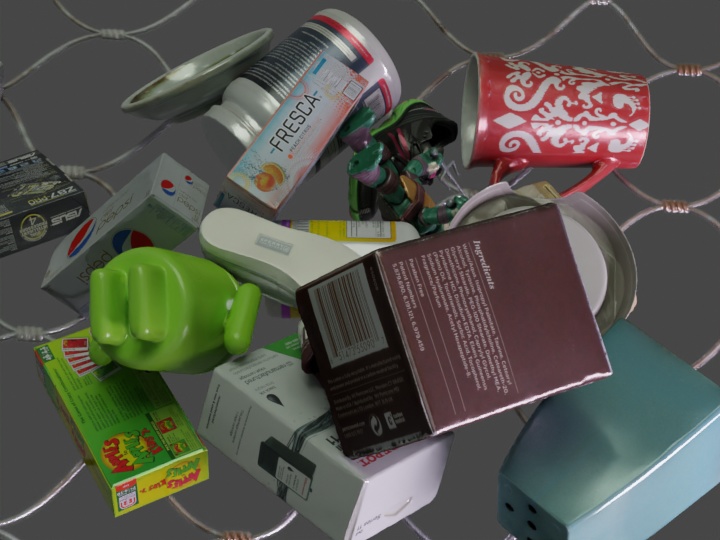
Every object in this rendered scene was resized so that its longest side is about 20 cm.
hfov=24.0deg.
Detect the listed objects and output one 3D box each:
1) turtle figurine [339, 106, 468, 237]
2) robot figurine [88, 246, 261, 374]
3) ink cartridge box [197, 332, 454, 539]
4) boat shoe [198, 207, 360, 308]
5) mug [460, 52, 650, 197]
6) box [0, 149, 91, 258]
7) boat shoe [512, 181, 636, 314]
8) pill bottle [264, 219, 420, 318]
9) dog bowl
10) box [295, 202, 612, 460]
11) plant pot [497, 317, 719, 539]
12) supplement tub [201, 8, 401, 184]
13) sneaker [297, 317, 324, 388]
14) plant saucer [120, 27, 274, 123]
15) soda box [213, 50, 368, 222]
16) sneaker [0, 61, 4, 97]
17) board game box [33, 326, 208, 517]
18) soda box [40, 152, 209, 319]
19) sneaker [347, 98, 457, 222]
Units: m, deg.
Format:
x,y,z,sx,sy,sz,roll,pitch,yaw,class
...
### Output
x,y,z,sx,sy,sz,roll,pitch,yaw,class
0.061,-0.084,1.819,0.101,0.200,0.150,-48,36,7,turtle figurine
-0.183,0.041,1.634,0.175,0.200,0.116,-8,80,22,robot figurine
-0.032,0.156,1.612,0.200,0.083,0.146,34,33,27,ink cartridge box
-0.070,0.005,1.688,0.199,0.069,0.072,18,58,7,boat shoe
0.221,-0.156,1.946,0.199,0.178,0.133,3,9,-5,mug
-0.410,-0.060,1.825,0.199,0.049,0.161,-22,27,-22,box
0.236,-0.029,1.825,0.069,0.074,0.200,-31,60,-20,boat shoe
0.000,0.000,1.776,0.199,0.105,0.105,1,46,-1,pill bottle
0.176,0.007,1.715,0.199,0.059,0.201,4,65,-8,dog bowl
0.080,0.055,1.502,0.199,0.166,0.165,-15,84,-30,box
0.229,0.181,1.591,0.200,0.142,0.141,-38,57,-25,plant pot
-0.066,-0.186,1.908,0.200,0.141,0.140,-41,58,-16,supplement tub
0.034,0.097,1.601,0.199,0.076,0.116,9,31,-1,sneaker
-0.182,-0.218,1.977,0.199,0.050,0.200,-25,15,7,plant saucer
-0.071,-0.134,1.763,0.063,0.068,0.200,34,59,0,soda box
-0.499,-0.188,1.958,0.118,0.074,0.201,20,51,9,sneaker
-0.238,0.140,1.672,0.101,0.048,0.200,-21,50,-20,board game box
-0.243,-0.033,1.742,0.064,0.200,0.068,36,39,-24,soda box
0.048,-0.126,1.919,0.084,0.077,0.200,20,50,22,sneaker
